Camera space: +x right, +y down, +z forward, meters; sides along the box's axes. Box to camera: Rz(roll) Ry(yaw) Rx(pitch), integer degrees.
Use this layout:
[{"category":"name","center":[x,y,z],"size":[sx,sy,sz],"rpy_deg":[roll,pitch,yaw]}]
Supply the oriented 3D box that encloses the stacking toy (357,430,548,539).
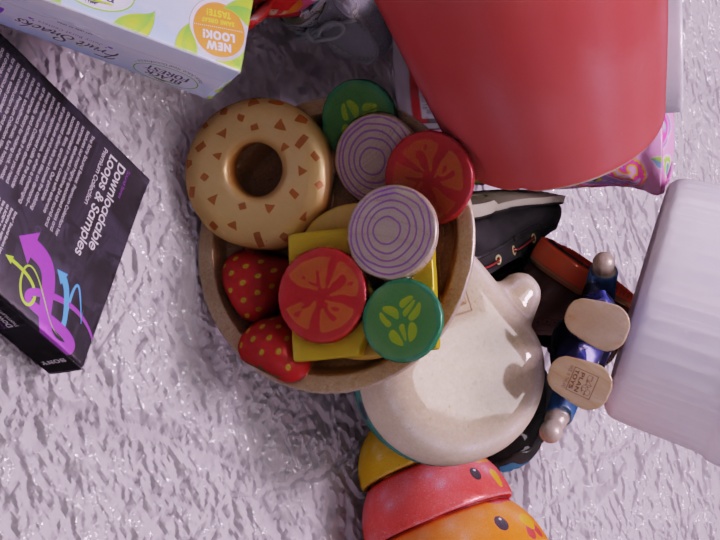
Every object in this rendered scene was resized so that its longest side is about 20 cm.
[{"category":"stacking toy","center":[0.043,0.147,1.517],"size":[0.146,0.146,0.201],"rpy_deg":[-7,72,-54]}]

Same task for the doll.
[{"category":"doll","center":[0.153,0.055,1.475],"size":[0.200,0.048,0.137],"rpy_deg":[-19,126,-83]}]

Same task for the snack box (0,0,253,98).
[{"category":"snack box","center":[-0.156,-0.201,1.257],"size":[0.199,0.053,0.143],"rpy_deg":[18,67,-23]}]

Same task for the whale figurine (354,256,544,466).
[{"category":"whale figurine","center":[0.044,0.033,1.455],"size":[0.158,0.104,0.201],"rpy_deg":[-17,86,-19]}]

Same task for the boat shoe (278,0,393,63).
[{"category":"boat shoe","center":[-0.054,-0.200,1.487],"size":[0.202,0.074,0.065],"rpy_deg":[40,58,-37]}]

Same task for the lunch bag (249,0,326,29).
[{"category":"lunch bag","center":[-0.099,-0.230,1.369],"size":[0.199,0.082,0.178],"rpy_deg":[-1,82,-28]}]

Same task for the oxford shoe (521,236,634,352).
[{"category":"oxford shoe","center":[0.156,0.026,1.630],"size":[0.073,0.071,0.200],"rpy_deg":[-56,156,5]}]

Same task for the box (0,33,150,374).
[{"category":"box","center":[-0.213,-0.052,1.263],"size":[0.200,0.036,0.144],"rpy_deg":[45,48,-37]}]

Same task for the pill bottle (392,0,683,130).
[{"category":"pill bottle","center":[0.126,-0.158,1.520],"size":[0.114,0.198,0.115],"rpy_deg":[-1,90,-83]}]

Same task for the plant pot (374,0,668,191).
[{"category":"plant pot","center":[0.108,-0.162,1.364],"size":[0.201,0.199,0.178],"rpy_deg":[-56,139,-43]}]

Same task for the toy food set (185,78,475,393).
[{"category":"toy food set","center":[-0.017,-0.022,1.389],"size":[0.049,0.197,0.202],"rpy_deg":[22,63,-69]}]

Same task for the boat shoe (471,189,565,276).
[{"category":"boat shoe","center":[0.094,-0.028,1.587],"size":[0.201,0.073,0.064],"rpy_deg":[-17,106,-61]}]

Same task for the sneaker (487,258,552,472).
[{"category":"sneaker","center":[0.097,0.055,1.640],"size":[0.082,0.073,0.201],"rpy_deg":[28,50,-44]}]

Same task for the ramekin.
[{"category":"ramekin","center":[0.243,0.031,1.542],"size":[0.200,0.097,0.202],"rpy_deg":[17,90,-85]}]

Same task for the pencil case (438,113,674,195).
[{"category":"pencil case","center":[0.133,-0.099,1.600],"size":[0.087,0.198,0.088],"rpy_deg":[2,90,-79]}]
